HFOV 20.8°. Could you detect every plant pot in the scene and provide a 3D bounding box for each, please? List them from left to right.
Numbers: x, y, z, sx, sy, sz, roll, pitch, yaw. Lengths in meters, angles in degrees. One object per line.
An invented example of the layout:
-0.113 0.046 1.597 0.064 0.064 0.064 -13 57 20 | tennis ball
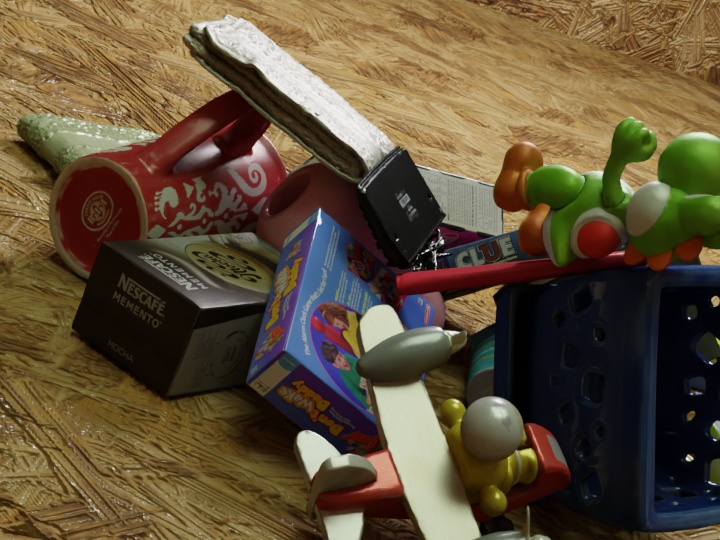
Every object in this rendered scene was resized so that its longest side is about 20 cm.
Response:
0.216 0.098 1.567 0.179 0.202 0.199 -1 -2 44 | plant pot

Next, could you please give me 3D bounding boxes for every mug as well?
-0.167 -0.078 1.706 0.132 0.179 0.199 15 17 29 | mug

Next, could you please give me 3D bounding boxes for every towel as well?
-0.229 -0.107 1.929 0.199 0.037 0.148 7 22 -40 | towel
-0.057 -0.150 1.685 0.200 0.035 0.133 39 17 3 | towel

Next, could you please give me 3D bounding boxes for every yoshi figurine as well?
0.207 -0.060 1.485 0.199 0.113 0.112 6 9 42 | yoshi figurine

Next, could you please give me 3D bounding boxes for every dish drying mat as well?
0.127 0.002 1.559 0.198 0.018 0.077 -6 0 2 | dish drying mat

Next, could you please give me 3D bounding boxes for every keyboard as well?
0.030 -0.039 1.647 0.105 0.039 0.200 59 18 -5 | keyboard

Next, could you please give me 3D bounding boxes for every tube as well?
0.128 0.078 1.782 0.200 0.077 0.051 -68 135 -71 | tube

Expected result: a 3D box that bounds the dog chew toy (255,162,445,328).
0.000 0.000 1.724 0.200 0.124 0.125 47 7 -24 | dog chew toy

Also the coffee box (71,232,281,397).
-0.120 0.032 1.576 0.113 0.080 0.199 33 20 27 | coffee box

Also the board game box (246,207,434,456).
-0.011 0.056 1.532 0.134 0.045 0.201 41 29 -18 | board game box

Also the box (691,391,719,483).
0.371 0.186 1.776 0.121 0.048 0.200 19 18 -13 | box

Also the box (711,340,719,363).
0.265 0.057 1.908 0.199 0.048 0.122 -9 48 -41 | box

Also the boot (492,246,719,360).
0.233 0.048 1.793 0.198 0.140 0.077 -16 -5 -7 | boot

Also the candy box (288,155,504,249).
0.023 -0.054 1.916 0.198 0.062 0.136 13 -25 -27 | candy box

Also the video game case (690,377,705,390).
0.264 0.047 2.057 0.198 0.046 0.182 16 19 -18 | video game case

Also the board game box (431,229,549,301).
0.132 -0.009 1.836 0.134 0.035 0.200 -16 -4 -7 | board game box

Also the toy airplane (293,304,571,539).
0.055 0.134 1.376 0.200 0.141 0.200 39 41 -5 | toy airplane

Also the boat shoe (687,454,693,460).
0.223 0.126 1.734 0.199 0.070 0.073 34 21 33 | boat shoe
